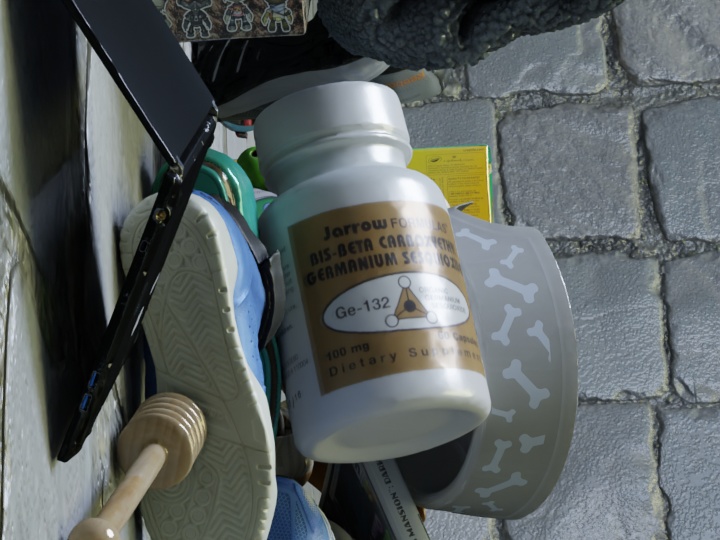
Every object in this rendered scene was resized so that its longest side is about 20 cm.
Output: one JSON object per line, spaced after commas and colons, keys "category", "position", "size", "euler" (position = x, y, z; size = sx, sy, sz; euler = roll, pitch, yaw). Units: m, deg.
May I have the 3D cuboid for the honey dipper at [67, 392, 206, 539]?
{"category": "honey dipper", "position": [-0.102, 0.096, 0.942], "size": [0.200, 0.038, 0.038], "euler": [-65, 152, -77]}

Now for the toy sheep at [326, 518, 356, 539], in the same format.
{"category": "toy sheep", "position": [-0.035, 0.216, 1.284], "size": [0.138, 0.137, 0.200], "euler": [-91, 172, -48]}

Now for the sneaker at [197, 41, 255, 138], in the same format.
{"category": "sneaker", "position": [-0.086, -0.192, 1.486], "size": [0.096, 0.079, 0.201], "euler": [126, -30, -78]}

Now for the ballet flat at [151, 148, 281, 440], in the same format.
{"category": "ballet flat", "position": [-0.076, 0.026, 1.197], "size": [0.070, 0.067, 0.201], "euler": [-53, 139, -72]}

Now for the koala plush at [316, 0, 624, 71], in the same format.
{"category": "koala plush", "position": [0.030, -0.226, 1.131], "size": [0.200, 0.183, 0.178], "euler": [58, 11, -39]}

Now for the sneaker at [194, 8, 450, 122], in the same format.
{"category": "sneaker", "position": [-0.032, -0.117, 1.301], "size": [0.079, 0.200, 0.074], "euler": [40, 59, -39]}

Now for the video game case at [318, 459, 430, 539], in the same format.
{"category": "video game case", "position": [0.021, 0.200, 1.357], "size": [0.200, 0.023, 0.182], "euler": [103, -35, -63]}

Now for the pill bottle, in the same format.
{"category": "pill bottle", "position": [0.000, 0.000, 1.217], "size": [0.114, 0.114, 0.201], "euler": [81, -3, -72]}

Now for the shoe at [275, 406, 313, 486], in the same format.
{"category": "shoe", "position": [-0.062, 0.111, 1.386], "size": [0.200, 0.070, 0.054], "euler": [-62, 172, -82]}

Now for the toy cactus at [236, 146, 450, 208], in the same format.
{"category": "toy cactus", "position": [-0.015, -0.001, 1.405], "size": [0.201, 0.165, 0.102], "euler": [65, -20, -9]}

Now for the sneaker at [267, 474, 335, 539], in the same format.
{"category": "sneaker", "position": [-0.059, 0.191, 1.139], "size": [0.089, 0.078, 0.201], "euler": [75, 20, -48]}

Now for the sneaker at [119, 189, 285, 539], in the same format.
{"category": "sneaker", "position": [-0.074, 0.057, 1.095], "size": [0.111, 0.076, 0.201], "euler": [-21, 102, -78]}

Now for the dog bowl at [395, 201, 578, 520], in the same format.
{"category": "dog bowl", "position": [0.058, 0.056, 1.301], "size": [0.200, 0.058, 0.201], "euler": [178, -90, -65]}

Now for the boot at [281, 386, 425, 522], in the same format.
{"category": "boot", "position": [-0.019, 0.149, 1.529], "size": [0.144, 0.071, 0.201], "euler": [54, -24, 14]}

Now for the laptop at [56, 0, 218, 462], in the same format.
{"category": "laptop", "position": [-0.122, -0.048, 0.903], "size": [0.177, 0.103, 0.201], "euler": [-82, -166, -77]}

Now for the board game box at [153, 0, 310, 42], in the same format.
{"category": "board game box", "position": [-0.080, -0.238, 1.135], "size": [0.160, 0.096, 0.201], "euler": [-88, 174, -70]}

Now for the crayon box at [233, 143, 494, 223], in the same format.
{"category": "crayon box", "position": [-0.004, -0.019, 1.492], "size": [0.058, 0.199, 0.119], "euler": [80, 7, -71]}
